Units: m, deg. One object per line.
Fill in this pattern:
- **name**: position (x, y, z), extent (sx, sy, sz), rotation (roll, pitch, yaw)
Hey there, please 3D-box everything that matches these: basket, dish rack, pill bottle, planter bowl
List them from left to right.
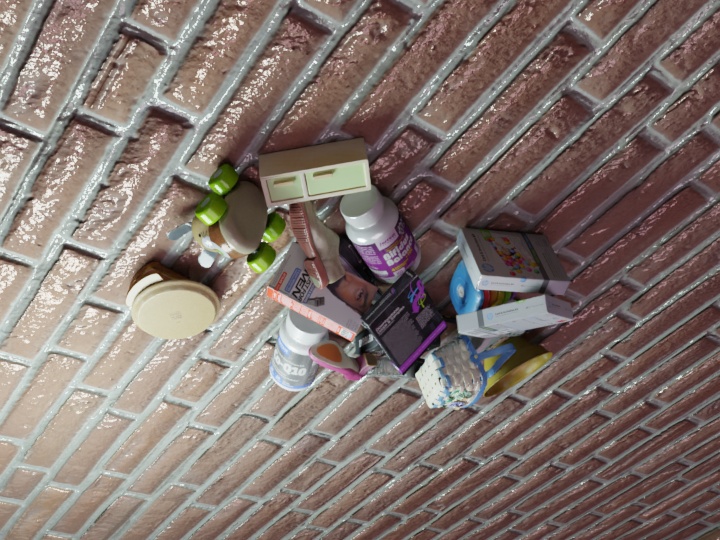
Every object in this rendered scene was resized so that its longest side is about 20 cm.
- **pill bottle**: position (-0.134, 0.168, 1.791), extent (0.112, 0.115, 0.202), rotation (4, 136, -16)
- **pill bottle**: position (0.037, -0.074, 1.567), extent (0.111, 0.113, 0.201), rotation (-22, 137, 13)
- **dish rack**: position (0.060, 0.232, 1.896), extent (0.197, 0.056, 0.153), rotation (-1, 170, 22)
- **basket**: position (0.235, 0.227, 1.783), extent (0.197, 0.141, 0.177), rotation (-17, 155, -21)
- **planter bowl**: position (0.364, 0.220, 1.947), extent (0.198, 0.084, 0.201), rotation (-26, 158, -11)

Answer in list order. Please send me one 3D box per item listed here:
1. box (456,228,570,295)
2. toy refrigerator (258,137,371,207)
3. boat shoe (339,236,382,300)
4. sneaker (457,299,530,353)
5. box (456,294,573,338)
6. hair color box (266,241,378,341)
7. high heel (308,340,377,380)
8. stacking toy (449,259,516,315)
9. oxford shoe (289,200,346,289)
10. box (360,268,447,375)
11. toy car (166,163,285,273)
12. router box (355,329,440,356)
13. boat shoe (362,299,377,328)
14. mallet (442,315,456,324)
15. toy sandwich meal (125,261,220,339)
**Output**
- **box**: position (0.310, -0.019, 1.636), extent (0.196, 0.157, 0.042), rotation (4, 128, -14)
- **toy refrigerator**: position (-0.082, -0.177, 1.464), extent (0.196, 0.071, 0.077), rotation (-9, 138, -1)
- **boat shoe**: position (0.000, 0.000, 1.681), extent (0.067, 0.070, 0.200), rotation (-52, 129, -9)
- **sneaker**: position (0.317, 0.157, 1.883), extent (0.117, 0.074, 0.200), rotation (28, 115, -40)
- **box**: position (0.319, 0.098, 1.653), extent (0.197, 0.042, 0.155), rotation (-15, 164, 31)
- **hair color box**: position (-0.076, 0.042, 1.604), extent (0.198, 0.112, 0.064), rotation (28, 159, -1)
- **high heel**: position (-0.058, 0.207, 1.765), extent (0.198, 0.068, 0.096), rotation (10, 143, -47)
- **stacking toy**: position (0.305, 0.037, 1.762), extent (0.197, 0.117, 0.111), rotation (-5, 142, -23)
- **oxford shoe**: position (-0.084, -0.070, 1.550), extent (0.074, 0.070, 0.203), rotation (-23, 108, -23)
- **box**: position (0.092, 0.107, 1.630), extent (0.143, 0.036, 0.201), rotation (-45, 139, -10)
- **toy car**: position (-0.270, -0.070, 1.497), extent (0.198, 0.159, 0.164), rotation (-24, 125, 32)
- **router box**: position (0.081, 0.160, 1.805), extent (0.146, 0.052, 0.200), rotation (2, 167, -14)
- **boat shoe**: position (-0.032, 0.066, 1.679), extent (0.198, 0.063, 0.073), rotation (29, 167, 2)
- **mallet**: position (0.174, 0.102, 1.844), extent (0.198, 0.066, 0.042), rotation (10, 116, -42)
- **toy sandwich meal**: position (-0.392, 0.065, 1.669), extent (0.201, 0.071, 0.207), rotation (-9, 140, -8)
